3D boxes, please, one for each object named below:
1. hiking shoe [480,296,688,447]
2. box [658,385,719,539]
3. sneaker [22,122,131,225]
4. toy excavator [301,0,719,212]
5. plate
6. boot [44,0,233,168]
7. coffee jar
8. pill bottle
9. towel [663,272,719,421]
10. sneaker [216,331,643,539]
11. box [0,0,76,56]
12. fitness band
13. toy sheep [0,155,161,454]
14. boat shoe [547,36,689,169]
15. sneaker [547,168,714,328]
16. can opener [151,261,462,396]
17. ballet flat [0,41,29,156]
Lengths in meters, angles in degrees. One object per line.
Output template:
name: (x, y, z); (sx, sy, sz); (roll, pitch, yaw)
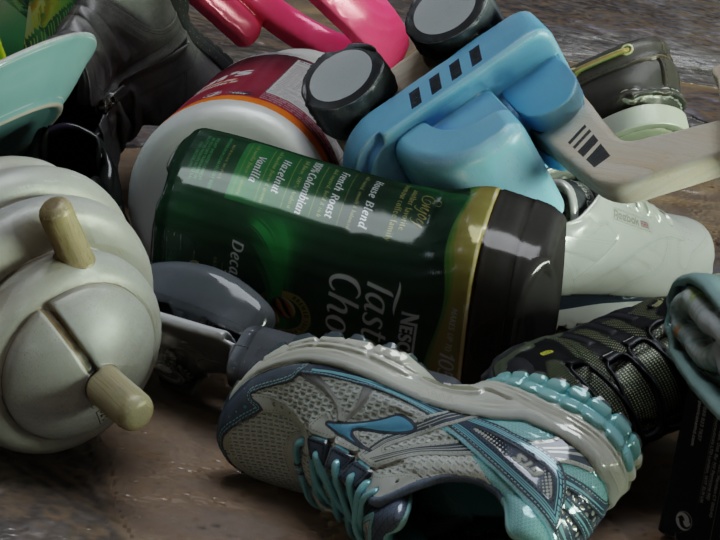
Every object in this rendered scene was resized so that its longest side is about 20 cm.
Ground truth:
hiking shoe: (0.123, 0.046, 1.307); (0.100, 0.076, 0.200); (-28, 4, 22)
box: (0.254, 0.092, 1.289); (0.141, 0.079, 0.199); (26, 24, 38)
sneaker: (-0.147, -0.039, 1.490); (0.075, 0.088, 0.200); (5, 17, -10)
toy excavator: (0.095, -0.064, 1.436); (0.194, 0.100, 0.200); (-34, 43, -2)
plate: (-0.214, -0.057, 1.449); (0.200, 0.026, 0.200); (-33, -3, -2)
boot: (-0.129, -0.090, 1.632); (0.069, 0.200, 0.132); (0, 49, 29)
coffee jar: (0.000, 0.000, 1.407); (0.199, 0.105, 0.085); (11, 36, 9)
pill bottle: (-0.051, -0.058, 1.562); (0.109, 0.110, 0.200); (11, 17, 7)
towel: (0.230, 0.053, 1.200); (0.170, 0.048, 0.200); (8, 18, -11)
sneaker: (0.013, 0.083, 1.198); (0.199, 0.078, 0.086); (3, 44, 35)
box: (-0.241, -0.146, 1.693); (0.199, 0.145, 0.036); (14, 17, 19)
fitness band: (-0.057, -0.171, 1.636); (0.200, 0.038, 0.143); (40, -19, -32)
toy sheep: (-0.152, 0.013, 1.253); (0.137, 0.138, 0.200); (-3, 33, -35)
boat shoe: (0.095, -0.072, 1.614); (0.201, 0.061, 0.072); (-20, -25, 33)
sneaker: (0.134, -0.018, 1.581); (0.076, 0.081, 0.200); (20, 19, 38)
can opener: (-0.030, 0.036, 1.317); (0.199, 0.067, 0.053); (14, -28, 29)
ballet flat: (-0.222, -0.111, 1.548); (0.067, 0.200, 0.067); (-28, 51, -4)
